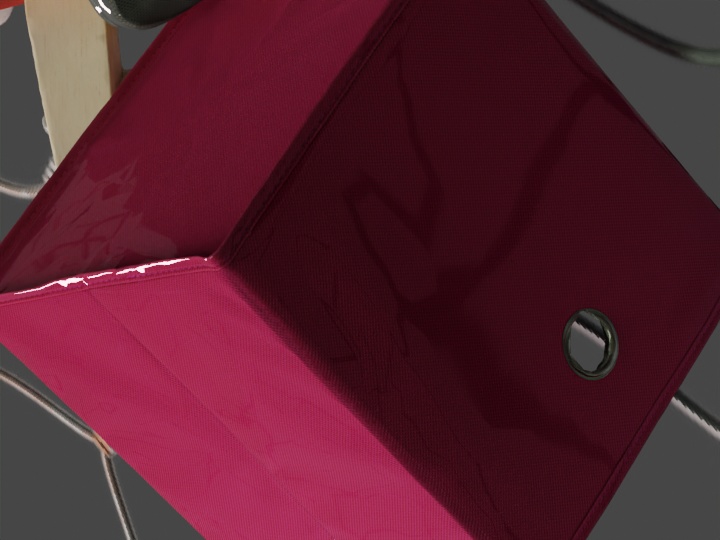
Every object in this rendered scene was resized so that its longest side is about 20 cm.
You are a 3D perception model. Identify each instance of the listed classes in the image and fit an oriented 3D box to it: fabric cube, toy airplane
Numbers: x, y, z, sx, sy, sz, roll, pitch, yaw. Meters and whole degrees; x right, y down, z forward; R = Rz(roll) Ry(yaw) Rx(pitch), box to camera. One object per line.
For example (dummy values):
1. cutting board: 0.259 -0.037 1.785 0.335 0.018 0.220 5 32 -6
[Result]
1. fabric cube: 0.000 0.000 1.069 0.199 0.196 0.200 48 150 -23
2. toy airplane: -0.128 -0.153 1.228 0.199 0.141 0.200 36 109 46

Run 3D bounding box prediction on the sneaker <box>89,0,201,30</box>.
1. sneaker: -0.040 -0.172 1.082 0.200 0.074 0.085 -45 36 12
